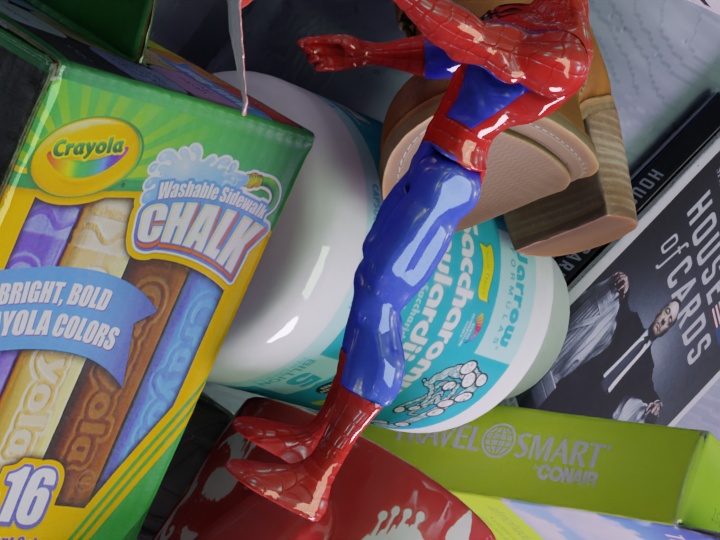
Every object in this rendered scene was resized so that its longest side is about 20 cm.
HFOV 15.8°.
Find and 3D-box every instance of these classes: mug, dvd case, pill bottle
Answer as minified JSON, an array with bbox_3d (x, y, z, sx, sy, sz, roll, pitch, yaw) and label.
[{"bbox_3d":[-0.039,0.154,0.901,0.200,0.133,0.178,-59,-175,-15],"label":"mug"},{"bbox_3d":[0.123,0.031,1.217,0.200,0.025,0.150,-44,141,-19],"label":"dvd case"},{"bbox_3d":[0.000,0.000,0.977,0.200,0.111,0.111,18,100,-53],"label":"pill bottle"}]

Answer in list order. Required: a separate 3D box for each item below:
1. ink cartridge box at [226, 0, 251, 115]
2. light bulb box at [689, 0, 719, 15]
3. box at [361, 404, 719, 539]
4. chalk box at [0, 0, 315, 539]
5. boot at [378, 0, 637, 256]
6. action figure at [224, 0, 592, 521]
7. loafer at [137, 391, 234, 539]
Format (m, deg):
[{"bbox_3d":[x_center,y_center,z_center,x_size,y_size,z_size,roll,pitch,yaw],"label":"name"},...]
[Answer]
[{"bbox_3d":[-0.027,-0.163,0.766,0.050,0.200,0.161,-7,122,-6],"label":"ink cartridge box"},{"bbox_3d":[0.138,-0.178,0.941,0.125,0.200,0.198,-57,144,-3],"label":"light bulb box"},{"bbox_3d":[0.094,0.100,1.073,0.122,0.200,0.048,42,62,-48],"label":"box"},{"bbox_3d":[-0.111,-0.027,0.818,0.124,0.125,0.200,15,104,-52],"label":"chalk box"},{"bbox_3d":[0.035,-0.090,0.919,0.074,0.155,0.200,-20,167,14],"label":"boot"},{"bbox_3d":[-0.001,-0.034,0.781,0.099,0.065,0.200,31,103,-10],"label":"action figure"},{"bbox_3d":[-0.043,0.107,1.042,0.070,0.070,0.200,-52,136,-2],"label":"loafer"}]
